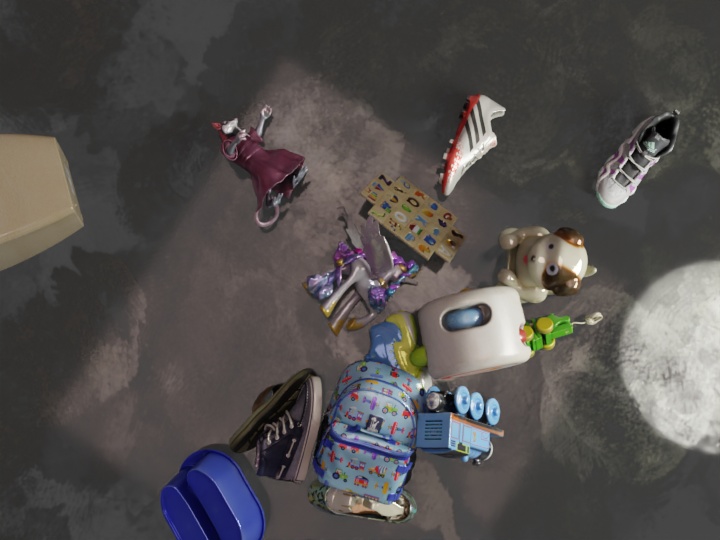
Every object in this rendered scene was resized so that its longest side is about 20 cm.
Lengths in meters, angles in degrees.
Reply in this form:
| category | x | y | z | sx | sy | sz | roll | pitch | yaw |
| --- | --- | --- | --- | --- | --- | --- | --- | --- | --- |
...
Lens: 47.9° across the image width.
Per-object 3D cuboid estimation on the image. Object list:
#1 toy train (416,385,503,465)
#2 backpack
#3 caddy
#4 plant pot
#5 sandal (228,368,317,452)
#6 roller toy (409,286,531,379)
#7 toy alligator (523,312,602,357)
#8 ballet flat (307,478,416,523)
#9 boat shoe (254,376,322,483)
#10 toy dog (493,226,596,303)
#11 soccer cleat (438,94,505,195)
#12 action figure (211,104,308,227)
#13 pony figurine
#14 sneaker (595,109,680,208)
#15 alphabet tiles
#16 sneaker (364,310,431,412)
| category | x | y | z | sx | sy | sz | roll | pitch | yaw |
| --- | --- | --- | --- | --- | --- | --- | --- | --- | --- |
| toy train | 0.172 | 0.267 | 1.388 | 0.085 | 0.199 | 0.117 | -6 | 68 | 37 |
| backpack | 0.022 | 0.267 | 1.379 | 0.179 | 0.135 | 0.203 | 20 | 111 | 2 |
| caddy | -0.252 | 0.412 | 1.407 | 0.140 | 0.105 | 0.202 | -32 | 86 | 18 |
| plant pot | -0.593 | -0.130 | 1.416 | 0.174 | 0.200 | 0.204 | -15 | 84 | -13 |
| sandal | -0.162 | 0.240 | 1.441 | 0.200 | 0.080 | 0.058 | -41 | 53 | 1 |
| roller toy | 0.193 | 0.101 | 1.379 | 0.197 | 0.182 | 0.143 | -4 | 78 | -32 |
| toy alligator | 0.338 | 0.104 | 1.474 | 0.197 | 0.060 | 0.055 | -22 | 45 | -3 |
| ballet flat | 0.004 | 0.404 | 1.428 | 0.195 | 0.074 | 0.076 | 6 | 84 | 0 |
| boat shoe | -0.127 | 0.276 | 1.401 | 0.091 | 0.075 | 0.204 | 8 | 106 | -17 |
| toy dog | 0.326 | -0.003 | 1.408 | 0.190 | 0.200 | 0.142 | 17 | 85 | 1 |
| soccer cleat | 0.205 | -0.228 | 1.496 | 0.084 | 0.069 | 0.203 | 20 | 80 | 5 |
| action figure | -0.196 | -0.206 | 1.487 | 0.199 | 0.134 | 0.150 | 37 | 128 | 15 |
| pony figurine | 0.000 | 0.000 | 1.442 | 0.199 | 0.166 | 0.195 | -36 | 118 | -8 |
| sneaker | 0.504 | -0.209 | 1.460 | 0.077 | 0.140 | 0.202 | 33 | 84 | 2 |
| alphabet tiles | 0.096 | -0.097 | 1.450 | 0.199 | 0.167 | 0.006 | 37 | 127 | 2 |
| sneaker | 0.067 | 0.180 | 1.458 | 0.103 | 0.076 | 0.204 | -14 | 81 | 13 |
